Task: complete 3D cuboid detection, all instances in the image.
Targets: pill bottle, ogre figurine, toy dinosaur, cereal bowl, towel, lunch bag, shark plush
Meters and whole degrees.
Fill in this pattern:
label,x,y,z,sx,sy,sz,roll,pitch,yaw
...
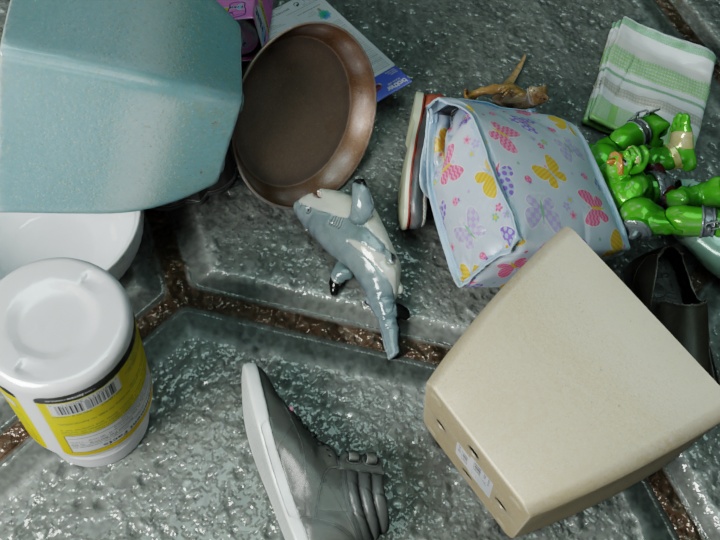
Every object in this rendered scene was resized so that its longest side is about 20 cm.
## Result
label,x,y,z,sx,sy,sz,roll,pitch,yaw
pill bottle,-0.235,0.087,0.678,0.114,0.200,0.115,3,58,-6
ogre figurine,0.315,-0.095,0.878,0.119,0.098,0.201,-15,67,-3
toy dinosaur,0.178,-0.210,0.994,0.106,0.061,0.200,-14,22,2
cereal bowl,-0.315,-0.039,0.814,0.199,0.083,0.201,4,57,-6
towel,0.381,-0.241,1.063,0.148,0.031,0.201,21,58,7
lunch bag,0.161,-0.086,0.860,0.169,0.127,0.201,1,63,-34
shark plush,0.000,0.000,0.866,0.083,0.091,0.201,-23,84,1

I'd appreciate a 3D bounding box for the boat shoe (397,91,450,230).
label,x,y,z,sx,sy,sz,roll,pitch,yaw
boat shoe,0.080,-0.126,0.932,0.062,0.071,0.201,13,53,-3

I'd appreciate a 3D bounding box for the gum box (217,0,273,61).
label,x,y,z,sx,sy,sz,roll,pitch,yaw
gum box,-0.212,-0.309,0.982,0.199,0.066,0.114,-3,57,8

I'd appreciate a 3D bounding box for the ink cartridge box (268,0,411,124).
label,x,y,z,sx,sy,sz,roll,pitch,yaw
ink cartridge box,-0.044,-0.258,1.012,0.119,0.042,0.200,-34,65,-23

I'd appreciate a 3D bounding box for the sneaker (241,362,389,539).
label,x,y,z,sx,sy,sz,roll,pitch,yaw
sneaker,-0.040,0.166,0.736,0.099,0.071,0.201,-17,68,-19

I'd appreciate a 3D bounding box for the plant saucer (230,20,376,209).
label,x,y,z,sx,sy,sz,roll,pitch,yaw
plant saucer,-0.064,-0.167,0.876,0.200,0.201,0.034,-38,45,-26

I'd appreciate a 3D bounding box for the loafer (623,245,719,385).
label,x,y,z,sx,sy,sz,roll,pitch,yaw
loafer,0.324,0.059,0.844,0.073,0.071,0.201,-3,59,-9

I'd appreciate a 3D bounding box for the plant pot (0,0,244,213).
label,x,y,z,sx,sy,sz,roll,pitch,yaw
plant pot,-0.216,-0.174,0.759,0.199,0.196,0.197,7,52,-19

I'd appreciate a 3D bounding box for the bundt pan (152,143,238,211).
label,x,y,z,sx,sy,sz,roll,pitch,yaw
bundt pan,-0.222,-0.170,0.913,0.201,0.076,0.203,3,57,-5

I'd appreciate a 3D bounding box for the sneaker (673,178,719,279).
label,x,y,z,sx,sy,sz,roll,pitch,yaw
sneaker,0.435,-0.090,0.947,0.118,0.074,0.200,42,64,11

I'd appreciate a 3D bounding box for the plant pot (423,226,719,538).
label,x,y,z,sx,sy,sz,roll,pitch,yaw
plant pot,0.164,0.120,0.725,0.177,0.200,0.200,-32,67,-12
